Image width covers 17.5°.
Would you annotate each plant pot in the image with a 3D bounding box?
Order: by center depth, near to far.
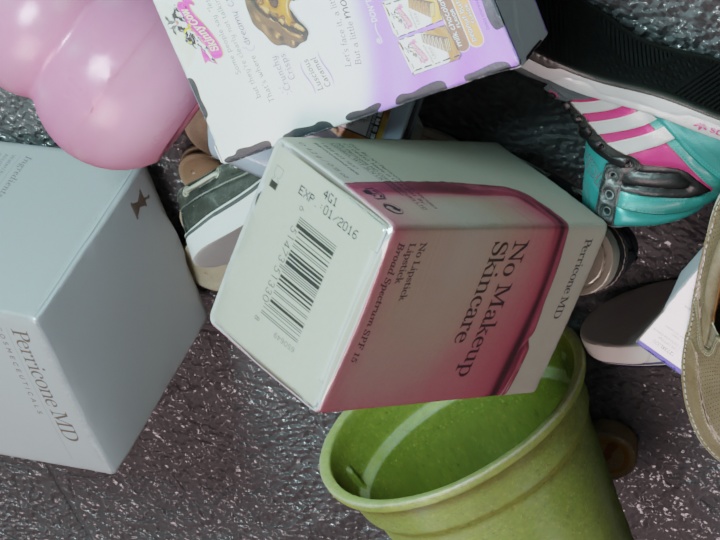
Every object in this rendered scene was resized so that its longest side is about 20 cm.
[{"bbox_3d":[0.102,0.164,1.634,0.200,0.200,0.184,-10,121,36],"label":"plant pot"}]

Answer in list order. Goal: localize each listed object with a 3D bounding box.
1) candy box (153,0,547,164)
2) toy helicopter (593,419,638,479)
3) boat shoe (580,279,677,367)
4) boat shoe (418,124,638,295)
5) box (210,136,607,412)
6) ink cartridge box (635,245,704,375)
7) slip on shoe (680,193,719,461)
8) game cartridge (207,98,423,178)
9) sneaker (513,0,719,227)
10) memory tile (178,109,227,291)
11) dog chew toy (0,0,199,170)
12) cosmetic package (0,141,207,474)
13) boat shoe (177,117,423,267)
[{"bbox_3d":[-0.018,-0.173,1.354,0.200,0.072,0.168,-16,105,25],"label":"candy box"},{"bbox_3d":[0.126,0.168,1.755,0.200,0.079,0.132,-26,115,30],"label":"toy helicopter"},{"bbox_3d":[0.249,0.057,1.552,0.200,0.075,0.093,-7,125,33],"label":"boat shoe"},{"bbox_3d":[0.091,-0.042,1.525,0.200,0.063,0.073,28,113,27],"label":"boat shoe"},{"bbox_3d":[0.031,0.001,1.403,0.109,0.200,0.128,38,117,36],"label":"box"},{"bbox_3d":[0.266,-0.003,1.445,0.095,0.037,0.200,35,117,-6],"label":"ink cartridge box"},{"bbox_3d":[0.235,0.040,1.421,0.076,0.061,0.200,9,118,9],"label":"slip on shoe"},{"bbox_3d":[-0.020,-0.138,1.429,0.133,0.042,0.200,21,116,5],"label":"game cartridge"},{"bbox_3d":[0.146,-0.092,1.434,0.200,0.084,0.121,23,133,0],"label":"sneaker"},{"bbox_3d":[-0.057,-0.037,1.655,0.153,0.017,0.200,18,142,8],"label":"memory tile"},{"bbox_3d":[-0.192,-0.155,1.511,0.200,0.125,0.125,36,141,-2],"label":"dog chew toy"},{"bbox_3d":[-0.249,0.021,1.692,0.200,0.166,0.167,7,138,27],"label":"cosmetic package"},{"bbox_3d":[-0.047,-0.071,1.539,0.200,0.064,0.071,-29,160,31],"label":"boat shoe"}]
